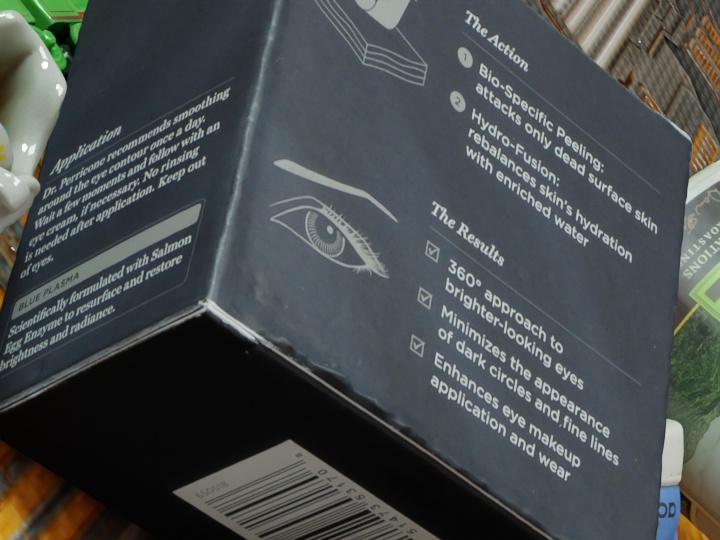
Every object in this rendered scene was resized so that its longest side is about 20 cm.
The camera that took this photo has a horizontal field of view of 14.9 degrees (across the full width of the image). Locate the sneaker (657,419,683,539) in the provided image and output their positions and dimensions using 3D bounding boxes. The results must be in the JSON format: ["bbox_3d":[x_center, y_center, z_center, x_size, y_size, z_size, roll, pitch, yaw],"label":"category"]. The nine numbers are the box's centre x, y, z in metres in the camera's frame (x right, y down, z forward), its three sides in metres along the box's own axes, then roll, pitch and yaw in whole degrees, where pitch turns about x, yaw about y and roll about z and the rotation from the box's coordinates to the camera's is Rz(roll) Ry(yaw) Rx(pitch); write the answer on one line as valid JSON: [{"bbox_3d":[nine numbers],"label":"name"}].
[{"bbox_3d":[0.085,0.106,1.102,0.200,0.076,0.112,-157,-109,-82],"label":"sneaker"}]

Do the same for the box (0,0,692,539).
[{"bbox_3d":[0.000,0.000,0.907,0.197,0.117,0.201,36,47,-30],"label":"box"}]

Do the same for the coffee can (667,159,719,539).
[{"bbox_3d":[0.201,0.066,1.203,0.200,0.147,0.146,42,15,24],"label":"coffee can"}]

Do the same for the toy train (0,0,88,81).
[{"bbox_3d":[-0.108,-0.082,0.976,0.056,0.042,0.200,51,20,10],"label":"toy train"}]

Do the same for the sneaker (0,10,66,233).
[{"bbox_3d":[-0.141,-0.016,0.764,0.077,0.081,0.200,52,24,-19],"label":"sneaker"}]
